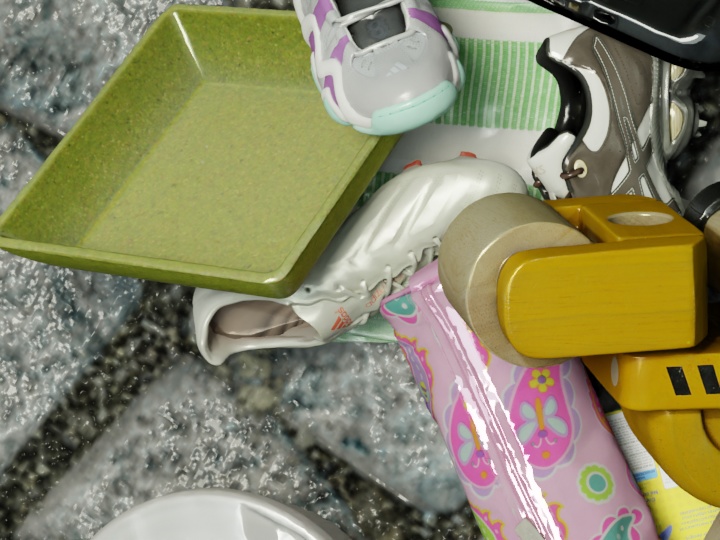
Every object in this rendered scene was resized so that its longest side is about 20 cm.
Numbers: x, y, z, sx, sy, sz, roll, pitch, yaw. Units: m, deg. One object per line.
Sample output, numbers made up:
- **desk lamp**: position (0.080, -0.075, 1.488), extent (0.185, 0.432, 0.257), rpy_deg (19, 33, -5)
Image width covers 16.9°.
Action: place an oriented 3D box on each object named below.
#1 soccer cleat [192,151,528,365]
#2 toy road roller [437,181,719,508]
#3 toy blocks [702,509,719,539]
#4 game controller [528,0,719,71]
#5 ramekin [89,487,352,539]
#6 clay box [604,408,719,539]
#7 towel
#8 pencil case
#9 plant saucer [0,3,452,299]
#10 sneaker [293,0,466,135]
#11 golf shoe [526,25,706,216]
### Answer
- **soccer cleat**: position (0.000, 0.000, 1.293), extent (0.199, 0.078, 0.069), rpy_deg (-20, 127, 22)
- **toy road roller**: position (0.141, 0.039, 1.170), extent (0.199, 0.123, 0.147), rpy_deg (-2, 102, -8)
- **toy blocks**: position (0.253, 0.139, 1.220), extent (0.136, 0.100, 0.200), rpy_deg (33, 84, -18)
- **game controller**: position (0.123, -0.169, 1.271), extent (0.199, 0.042, 0.104), rpy_deg (26, 59, 18)
- **ramekin**: position (-0.066, 0.217, 1.338), extent (0.201, 0.094, 0.203), rpy_deg (0, 90, 20)
- **clay box**: position (0.161, 0.171, 1.282), extent (0.114, 0.048, 0.201), rpy_deg (-16, 86, 19)
- **towel**: position (0.053, -0.056, 1.331), extent (0.152, 0.023, 0.201), rpy_deg (4, 92, 18)
- **pencil case**: position (0.084, 0.086, 1.242), extent (0.087, 0.087, 0.201), rpy_deg (-27, 77, 17)
- **plant saucer**: position (-0.068, -0.058, 1.298), extent (0.199, 0.048, 0.200), rpy_deg (7, 49, 34)
- **sneaker**: position (-0.013, -0.166, 1.239), extent (0.077, 0.140, 0.200), rpy_deg (-24, 38, -3)
- **golf shoe**: position (0.128, -0.032, 1.262), extent (0.094, 0.078, 0.201), rpy_deg (1, 82, -19)
